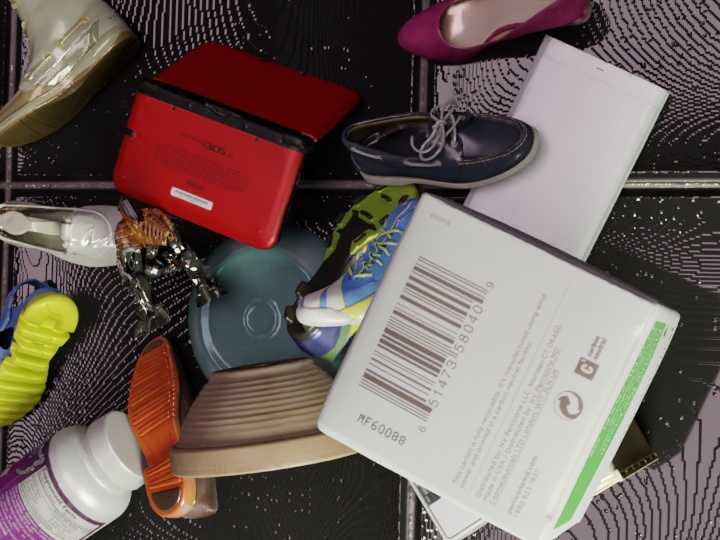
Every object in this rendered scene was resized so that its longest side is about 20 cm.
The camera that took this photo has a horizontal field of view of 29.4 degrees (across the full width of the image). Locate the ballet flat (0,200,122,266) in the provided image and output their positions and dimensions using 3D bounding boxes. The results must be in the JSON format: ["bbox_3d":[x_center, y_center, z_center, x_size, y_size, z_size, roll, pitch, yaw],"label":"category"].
[{"bbox_3d":[-0.326,-0.042,1.500,0.199,0.069,0.070,8,91,21],"label":"ballet flat"}]

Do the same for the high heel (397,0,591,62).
[{"bbox_3d":[0.120,-0.244,1.319,0.198,0.096,0.068,-1,88,21],"label":"high heel"}]

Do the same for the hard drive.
[{"bbox_3d":[0.193,-0.108,1.324,0.131,0.026,0.201,29,98,20],"label":"hard drive"}]

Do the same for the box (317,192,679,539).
[{"bbox_3d":[0.111,0.074,1.061,0.199,0.171,0.200,27,95,17],"label":"box"}]

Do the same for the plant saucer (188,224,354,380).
[{"bbox_3d":[-0.098,0.050,1.425,0.198,0.036,0.202,-1,87,21],"label":"plant saucer"}]

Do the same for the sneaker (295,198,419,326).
[{"bbox_3d":[0.023,-0.010,1.309,0.076,0.199,0.106,-7,95,63],"label":"sneaker"}]

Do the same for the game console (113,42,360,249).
[{"bbox_3d":[-0.126,-0.132,1.405,0.199,0.119,0.174,21,100,21],"label":"game console"}]

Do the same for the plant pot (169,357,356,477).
[{"bbox_3d":[-0.090,0.137,1.328,0.199,0.201,0.093,-9,88,20],"label":"plant pot"}]

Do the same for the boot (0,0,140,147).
[{"bbox_3d":[-0.356,-0.247,1.516,0.200,0.072,0.155,-38,76,10],"label":"boot"}]

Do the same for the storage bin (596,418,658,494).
[{"bbox_3d":[0.166,0.111,1.234,0.093,0.198,0.201,-33,77,18],"label":"storage bin"}]

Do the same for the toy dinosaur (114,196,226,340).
[{"bbox_3d":[-0.212,-0.013,1.376,0.102,0.200,0.136,-26,91,3],"label":"toy dinosaur"}]

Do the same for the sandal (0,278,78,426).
[{"bbox_3d":[-0.380,0.088,1.520,0.200,0.079,0.087,-53,41,17],"label":"sandal"}]

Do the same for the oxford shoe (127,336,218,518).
[{"bbox_3d":[-0.193,0.167,1.447,0.071,0.073,0.201,-27,61,31],"label":"oxford shoe"}]

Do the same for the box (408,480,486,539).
[{"bbox_3d":[0.086,0.149,1.337,0.116,0.060,0.201,-34,77,16],"label":"box"}]

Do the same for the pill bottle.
[{"bbox_3d":[-0.316,0.235,1.461,0.199,0.112,0.113,-35,77,16],"label":"pill bottle"}]

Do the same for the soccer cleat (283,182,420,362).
[{"bbox_3d":[-0.001,0.000,1.373,0.065,0.084,0.201,22,72,44],"label":"soccer cleat"}]

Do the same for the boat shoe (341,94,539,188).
[{"bbox_3d":[0.074,-0.126,1.331,0.199,0.062,0.075,3,61,34],"label":"boat shoe"}]
